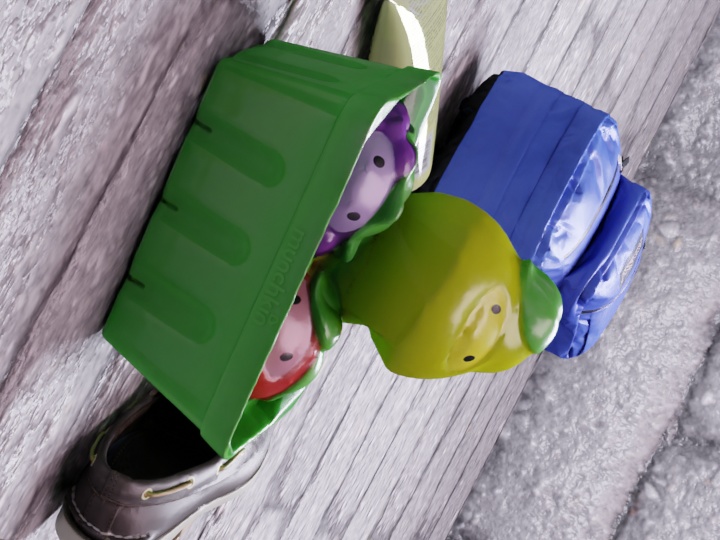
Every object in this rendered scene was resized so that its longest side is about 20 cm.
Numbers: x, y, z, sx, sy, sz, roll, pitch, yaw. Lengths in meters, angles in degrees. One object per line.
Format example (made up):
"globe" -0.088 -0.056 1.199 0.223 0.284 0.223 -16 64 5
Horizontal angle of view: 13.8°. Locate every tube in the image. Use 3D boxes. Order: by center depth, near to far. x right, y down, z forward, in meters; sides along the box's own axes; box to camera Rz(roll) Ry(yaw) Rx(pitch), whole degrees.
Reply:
"tube" 0.026 -0.126 1.779 0.200 0.052 0.058 97 -20 -55

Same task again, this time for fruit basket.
"fruit basket" 0.000 0.000 1.507 0.217 0.215 0.155 -65 170 17

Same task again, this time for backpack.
"backpack" 0.125 -0.043 2.169 0.200 0.167 0.163 93 19 -59

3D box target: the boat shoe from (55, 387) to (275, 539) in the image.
"boat shoe" -0.094 0.094 1.640 0.201 0.072 0.061 -44 164 -55

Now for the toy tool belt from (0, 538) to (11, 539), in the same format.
"toy tool belt" -0.209 0.194 1.252 0.201 0.125 0.123 -58 -159 -11

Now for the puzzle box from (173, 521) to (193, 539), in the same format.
"puzzle box" -0.081 0.085 1.827 0.200 0.025 0.134 -50 163 -53
